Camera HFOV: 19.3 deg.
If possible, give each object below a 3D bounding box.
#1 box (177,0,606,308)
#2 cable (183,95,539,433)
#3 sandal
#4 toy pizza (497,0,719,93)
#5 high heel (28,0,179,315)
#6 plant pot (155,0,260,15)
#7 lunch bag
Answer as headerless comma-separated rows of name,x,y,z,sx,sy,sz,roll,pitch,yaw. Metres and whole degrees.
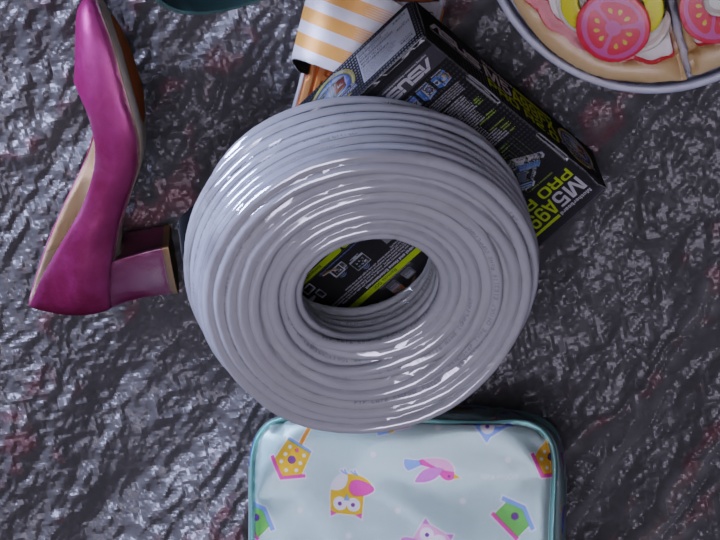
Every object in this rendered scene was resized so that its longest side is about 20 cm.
box,0.017,-0.038,1.236,0.160,0.044,0.200,35,113,-31
cable,0.000,0.000,1.189,0.200,0.069,0.200,23,119,-25
sandal,-0.004,-0.110,1.239,0.079,0.059,0.207,16,110,4
toy pizza,0.165,-0.196,1.196,0.200,0.032,0.201,3,109,9
high heel,-0.173,-0.066,1.280,0.096,0.067,0.200,-9,120,1
plant pot,-0.067,-0.263,1.132,0.200,0.200,0.161,-38,75,19
lunch bag,0.026,0.163,1.299,0.199,0.077,0.161,0,92,10
